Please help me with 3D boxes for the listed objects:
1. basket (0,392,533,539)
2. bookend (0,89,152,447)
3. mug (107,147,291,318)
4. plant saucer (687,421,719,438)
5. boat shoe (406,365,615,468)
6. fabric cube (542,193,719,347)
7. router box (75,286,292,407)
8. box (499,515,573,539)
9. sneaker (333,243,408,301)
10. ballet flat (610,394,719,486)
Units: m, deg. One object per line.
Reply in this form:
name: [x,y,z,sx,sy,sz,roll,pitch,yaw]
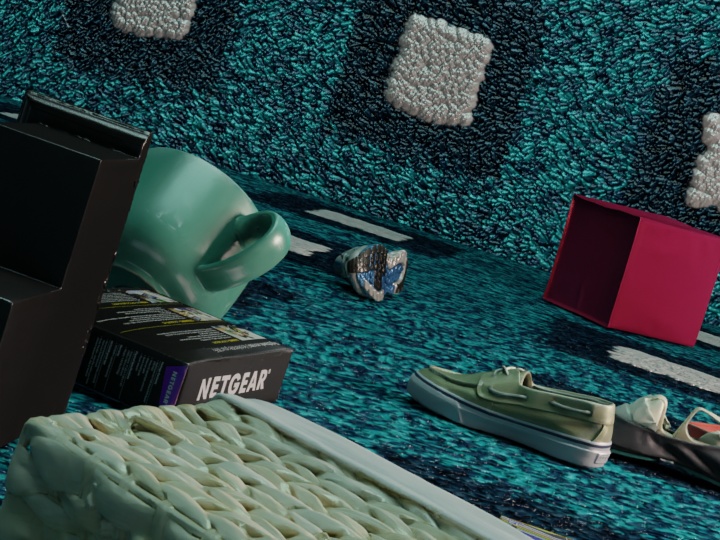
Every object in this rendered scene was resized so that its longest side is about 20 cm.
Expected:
basket: [-0.036,0.137,0.565,0.123,0.136,0.200,4,14,-46]
bookend: [-0.221,-0.003,0.958,0.092,0.199,0.200,19,7,6]
mug: [-0.166,-0.020,1.389,0.152,0.115,0.185,40,-35,-9]
plant saucer: [0.459,0.210,1.626,0.199,0.037,0.200,11,8,-42]
boat shoe: [0.139,0.119,1.454,0.199,0.062,0.072,18,7,21]
fabric cube: [0.465,-0.001,2.722,0.199,0.197,0.200,11,9,-30]
router box: [-0.159,0.061,1.229,0.149,0.051,0.200,21,8,19]
box: [0.156,0.197,0.844,0.199,0.064,0.070,19,7,9]
sneaker: [0.000,0.000,2.136,0.086,0.075,0.200,8,-1,15]
ballet flat: [0.298,0.157,1.519,0.199,0.073,0.073,18,7,10]
